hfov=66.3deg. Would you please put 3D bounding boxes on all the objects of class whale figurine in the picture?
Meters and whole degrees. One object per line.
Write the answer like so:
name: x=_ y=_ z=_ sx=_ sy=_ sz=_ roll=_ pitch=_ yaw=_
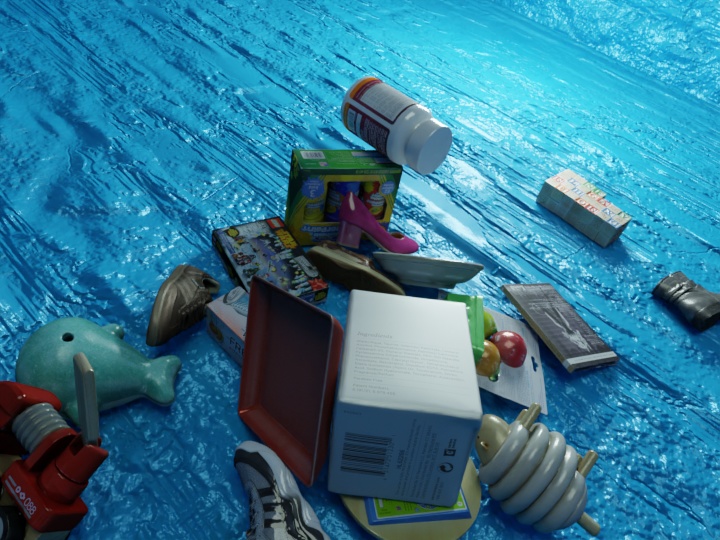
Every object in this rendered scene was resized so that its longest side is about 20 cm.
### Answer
whale figurine: x=-0.338 y=0.124 z=0.719 sx=0.196 sy=0.105 sz=0.161 roll=9 pitch=42 yaw=-11

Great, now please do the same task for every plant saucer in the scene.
plant saucer: x=0.118 y=0.003 z=0.980 sx=0.196 sy=0.051 sz=0.200 roll=6 pitch=1 yaw=0
plant saucer: x=-0.087 y=0.125 z=0.685 sx=0.036 sy=0.204 sz=0.198 roll=-1 pitch=13 yaw=-37

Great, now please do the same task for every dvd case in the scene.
dvd case: x=0.361 y=0.097 z=1.003 sx=0.147 sy=0.016 sz=0.201 roll=0 pitch=42 yaw=-37

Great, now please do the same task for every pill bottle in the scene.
pill bottle: x=0.064 y=-0.261 z=0.997 sx=0.109 sy=0.111 sz=0.199 roll=-26 pitch=53 yaw=-36

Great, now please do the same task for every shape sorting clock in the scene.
shape sorting clock: x=0.063 y=0.272 z=0.731 sx=0.196 sy=0.040 sz=0.201 roll=5 pitch=35 yaw=-3

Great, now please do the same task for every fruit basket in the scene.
fruit basket: x=0.211 y=0.131 z=0.910 sx=0.198 sy=0.094 sz=0.187 roll=26 pitch=40 yaw=-12

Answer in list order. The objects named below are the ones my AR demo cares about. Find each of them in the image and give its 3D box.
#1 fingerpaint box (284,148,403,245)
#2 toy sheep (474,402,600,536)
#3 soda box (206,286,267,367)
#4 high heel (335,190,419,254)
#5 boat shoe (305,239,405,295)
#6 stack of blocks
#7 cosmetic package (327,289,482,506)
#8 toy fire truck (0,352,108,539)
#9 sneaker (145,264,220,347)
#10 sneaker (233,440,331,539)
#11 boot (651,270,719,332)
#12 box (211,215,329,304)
fingerpaint box: x=-0.035 y=-0.136 z=1.039 sx=0.196 sy=0.169 sz=0.074 roll=-4 pitch=41 yaw=-21
toy sheep: x=0.232 y=0.267 z=0.724 sx=0.199 sy=0.139 sz=0.137 roll=38 pitch=46 yaw=16
soda box: x=-0.143 y=0.115 z=0.819 sx=0.199 sy=0.064 sz=0.068 roll=38 pitch=47 yaw=22
high heel: x=0.044 y=-0.085 z=1.033 sx=0.198 sy=0.098 sz=0.067 roll=5 pitch=12 yaw=-42
boat shoe: x=0.000 y=0.000 z=0.981 sx=0.198 sy=0.073 sz=0.072 roll=24 pitch=43 yaw=19
stack of blocks: x=0.534 y=-0.151 z=1.309 sx=0.114 sy=0.059 sz=0.200 roll=-25 pitch=56 yaw=-36
cosmetic package: x=0.051 y=0.157 z=0.710 sx=0.163 sy=0.170 sz=0.201 roll=6 pitch=35 yaw=0
toy fire truck: x=-0.341 y=0.169 z=0.585 sx=0.175 sy=0.129 sz=0.201 roll=37 pitch=80 yaw=23
sneaker: x=-0.258 y=0.048 z=0.821 sx=0.074 sy=0.071 sz=0.201 roll=14 pitch=25 yaw=-10
sneaker: x=-0.116 y=0.294 z=0.625 sx=0.113 sy=0.076 sz=0.200 roll=-21 pitch=56 yaw=-37
boot: x=0.717 y=0.046 z=1.154 sx=0.197 sy=0.071 sz=0.132 roll=-7 pitch=41 yaw=-29
box: x=-0.160 y=-0.009 z=0.962 sx=0.135 sy=0.040 sz=0.201 roll=-15 pitch=50 yaw=-31
